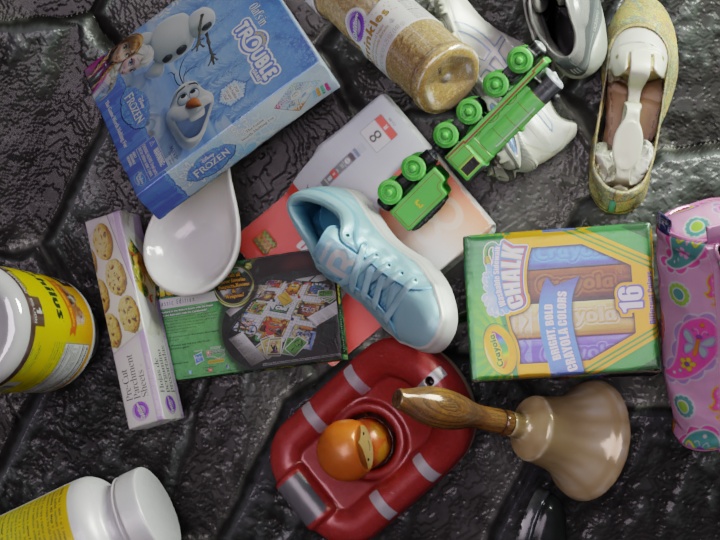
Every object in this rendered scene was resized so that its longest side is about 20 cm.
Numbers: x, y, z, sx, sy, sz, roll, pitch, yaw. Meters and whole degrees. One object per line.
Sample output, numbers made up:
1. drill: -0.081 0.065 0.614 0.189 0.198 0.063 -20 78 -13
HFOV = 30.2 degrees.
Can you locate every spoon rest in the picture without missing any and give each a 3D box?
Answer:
1. spoon rest: -0.137 -0.072 1.220 0.099 0.061 0.201 14 77 25

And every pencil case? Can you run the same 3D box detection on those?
1. pencil case: 0.280 0.043 1.050 0.087 0.088 0.201 -4 112 10

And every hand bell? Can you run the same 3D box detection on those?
1. hand bell: 0.114 0.123 1.096 0.199 0.104 0.105 16 87 -30

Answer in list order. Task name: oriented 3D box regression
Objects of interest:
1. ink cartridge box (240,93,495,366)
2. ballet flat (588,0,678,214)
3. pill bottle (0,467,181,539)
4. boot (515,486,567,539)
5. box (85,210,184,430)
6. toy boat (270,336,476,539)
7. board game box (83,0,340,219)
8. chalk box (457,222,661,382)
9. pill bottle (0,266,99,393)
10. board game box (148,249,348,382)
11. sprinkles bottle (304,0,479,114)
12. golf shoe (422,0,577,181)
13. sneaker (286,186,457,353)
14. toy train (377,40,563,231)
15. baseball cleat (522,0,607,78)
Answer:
1. ink cartridge box: -0.002 -0.037 1.215 0.200 0.050 0.162 -40 79 2
2. ballet flat: 0.240 -0.150 1.170 0.070 0.071 0.201 9 86 12
3. pill bottle: -0.269 0.257 1.207 0.199 0.112 0.113 -26 81 8
4. boot: 0.222 0.286 1.126 0.199 0.066 0.166 15 105 17
5. box: -0.209 0.045 1.230 0.041 0.039 0.201 -17 80 20
6. toy boat: 0.003 0.148 1.144 0.200 0.131 0.131 -43 79 14
7. board game box: -0.142 -0.174 1.210 0.199 0.043 0.200 -35 48 5
8. chalk box: 0.151 0.032 1.141 0.199 0.125 0.125 -3 85 10
9. pill bottle: -0.307 0.054 1.187 0.109 0.200 0.110 -1 85 11
10. board game box: -0.111 0.043 1.227 0.199 0.023 0.105 -8 84 19
11. sprinkles bottle: 0.023 -0.217 1.177 0.068 0.068 0.200 -45 52 4
12. golf shoe: 0.123 -0.184 1.204 0.097 0.078 0.201 -24 86 -9
13. sneaker: 0.000 0.000 1.127 0.200 0.082 0.074 46 122 38
14. toy train: 0.094 -0.112 1.142 0.056 0.042 0.200 46 109 2
15. baseball cleat: 0.173 -0.271 1.168 0.069 0.106 0.201 -19 76 23
